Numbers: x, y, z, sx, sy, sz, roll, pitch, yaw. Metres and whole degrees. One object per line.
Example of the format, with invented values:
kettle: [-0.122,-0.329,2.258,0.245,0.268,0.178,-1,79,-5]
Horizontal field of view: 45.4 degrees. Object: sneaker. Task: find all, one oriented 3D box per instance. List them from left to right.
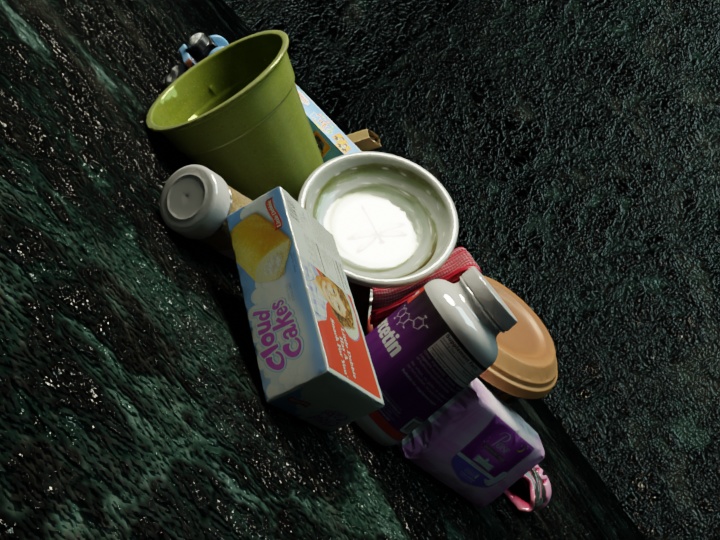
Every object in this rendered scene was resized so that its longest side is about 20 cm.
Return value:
sneaker: [0.215,0.287,1.320,0.201,0.079,0.095,51,20,12]

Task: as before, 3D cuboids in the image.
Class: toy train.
toy train: [-0.196,-0.248,1.256,0.200,0.114,0.087,45,7,-35]

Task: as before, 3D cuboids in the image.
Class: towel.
towel: [0.075,0.014,1.068,0.200,0.143,0.023,-82,146,-81]

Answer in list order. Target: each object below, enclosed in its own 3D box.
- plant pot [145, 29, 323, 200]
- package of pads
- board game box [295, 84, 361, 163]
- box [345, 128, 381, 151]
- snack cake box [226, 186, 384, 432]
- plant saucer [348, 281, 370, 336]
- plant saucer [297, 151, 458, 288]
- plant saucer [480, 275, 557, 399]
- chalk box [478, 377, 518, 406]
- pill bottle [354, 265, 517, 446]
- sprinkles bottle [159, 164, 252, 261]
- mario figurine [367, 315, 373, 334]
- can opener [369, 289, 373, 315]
plant pot: [-0.132,-0.158,1.071,0.191,0.198,0.201,59,3,-31]
package of pads: [0.131,0.202,1.047,0.200,0.120,0.076,41,11,-43]
board game box: [-0.089,-0.157,1.182,0.200,0.152,0.037,47,41,6]
box: [-0.069,-0.189,1.413,0.163,0.196,0.022,-31,106,-81]
snack cake box: [-0.053,0.037,0.814,0.115,0.066,0.203,43,25,-55]
plant saucer: [0.000,0.000,1.157,0.034,0.205,0.200,6,12,0]
plant saucer: [0.018,-0.054,1.042,0.201,0.198,0.051,54,-27,24]
plant saucer: [0.174,0.072,1.088,0.198,0.038,0.202,27,30,-17]
chalk box: [0.169,0.142,1.220,0.125,0.199,0.125,52,9,17]
pill bottle: [0.070,0.089,0.934,0.113,0.199,0.113,48,8,-9]
sprinkles bottle: [-0.129,-0.045,0.909,0.069,0.068,0.200,54,9,26]
mario figurine: [0.069,0.092,1.174,0.200,0.121,0.108,112,-23,-78]
can opener: [-0.041,0.000,1.279,0.201,0.053,0.066,52,-26,-4]
